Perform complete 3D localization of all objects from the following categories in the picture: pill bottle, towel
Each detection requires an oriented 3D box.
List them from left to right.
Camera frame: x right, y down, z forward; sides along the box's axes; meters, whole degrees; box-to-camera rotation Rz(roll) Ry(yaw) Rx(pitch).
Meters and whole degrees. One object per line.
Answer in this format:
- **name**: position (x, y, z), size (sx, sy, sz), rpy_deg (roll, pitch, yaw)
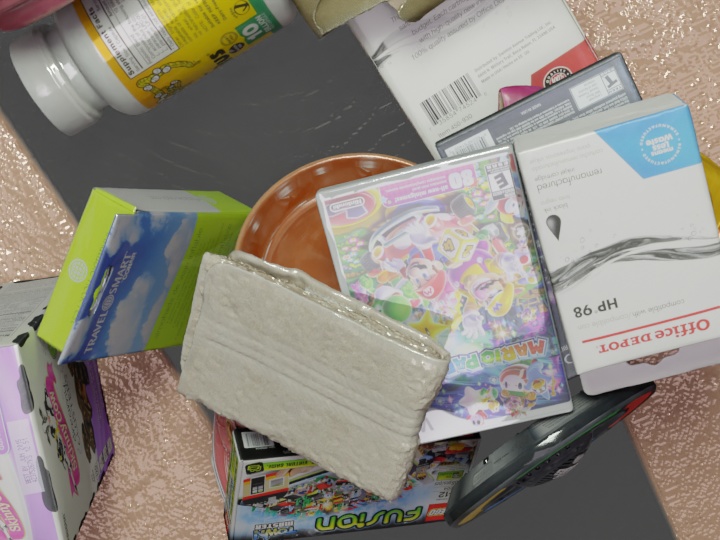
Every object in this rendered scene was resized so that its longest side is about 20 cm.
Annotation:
- **pill bottle**: position (-0.158, -0.188, 0.904), size (0.200, 0.113, 0.113), rpy_deg (-31, 102, 5)
- **towel**: position (-0.040, 0.073, 0.871), size (0.200, 0.034, 0.133), rpy_deg (26, 120, 16)

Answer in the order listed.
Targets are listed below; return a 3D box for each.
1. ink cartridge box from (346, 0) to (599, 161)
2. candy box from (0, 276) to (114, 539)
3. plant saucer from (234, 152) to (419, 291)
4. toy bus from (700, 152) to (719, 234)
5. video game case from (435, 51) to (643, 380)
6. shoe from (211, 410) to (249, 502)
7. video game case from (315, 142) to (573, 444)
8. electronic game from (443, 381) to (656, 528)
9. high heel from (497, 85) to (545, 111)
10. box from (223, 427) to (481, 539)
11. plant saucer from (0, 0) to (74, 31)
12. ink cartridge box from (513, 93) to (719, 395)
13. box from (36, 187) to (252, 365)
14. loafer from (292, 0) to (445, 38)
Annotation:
- **ink cartridge box**: position (0.077, -0.189, 0.924), size (0.147, 0.083, 0.200), rpy_deg (-32, 103, 6)
- **candy box**: position (-0.256, 0.110, 0.928), size (0.071, 0.200, 0.168), rpy_deg (-8, 104, 1)
- **plant saucer**: position (0.000, 0.000, 0.945), size (0.200, 0.032, 0.201), rpy_deg (-1, 63, 1)
- **toy bus**: position (0.239, -0.002, 0.962), size (0.192, 0.136, 0.200), rpy_deg (23, 105, -23)
- **video game case**: position (0.161, -0.033, 0.855), size (0.143, 0.019, 0.200), rpy_deg (-26, 102, 11)
- **shoe**: position (-0.091, 0.129, 0.992), size (0.071, 0.091, 0.201), rpy_deg (1, 104, -2)
- **video game case**: position (0.062, 0.022, 0.859), size (0.143, 0.018, 0.200), rpy_deg (-13, 103, 7)
- **electronic game**: position (0.151, 0.145, 0.957), size (0.200, 0.200, 0.042), rpy_deg (-36, 74, 7)
- **high heel**: position (0.112, -0.037, 0.895), size (0.096, 0.067, 0.200), rpy_deg (14, 112, -22)
- **box**: position (-0.008, 0.170, 0.986), size (0.200, 0.035, 0.110), rpy_deg (-3, 132, -16)
- **plant saucer**: position (-0.207, -0.233, 0.852), size (0.200, 0.201, 0.051), rpy_deg (-31, 116, 6)
- **ink cartridge box**: position (0.185, -0.007, 0.816), size (0.116, 0.067, 0.200), rpy_deg (-16, 103, 8)
- **box**: position (-0.162, 0.001, 0.907), size (0.048, 0.200, 0.122), rpy_deg (28, 102, 20)
- **loafer**: position (0.044, -0.211, 0.841), size (0.200, 0.076, 0.068), rpy_deg (-9, 105, 10)
